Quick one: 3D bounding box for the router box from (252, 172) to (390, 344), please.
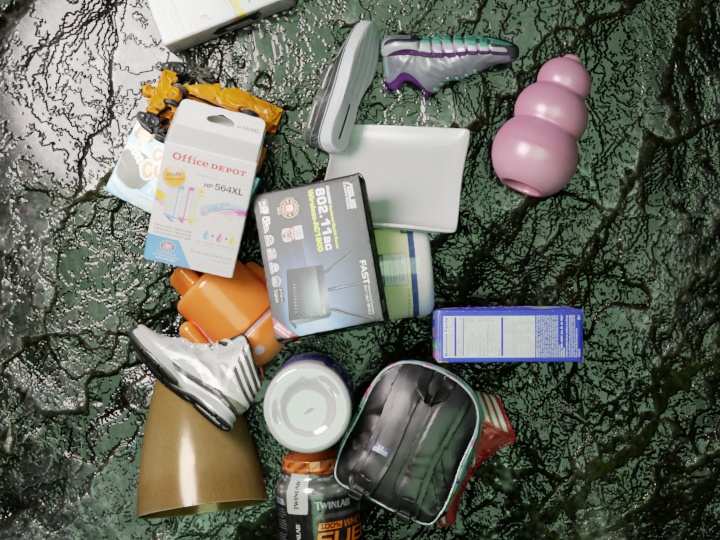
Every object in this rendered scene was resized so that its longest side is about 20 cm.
[{"bbox_3d":[-0.052,-0.015,1.590,0.148,0.062,0.203,-11,84,9],"label":"router box"}]

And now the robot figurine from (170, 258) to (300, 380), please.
[{"bbox_3d":[-0.179,0.057,1.711,0.200,0.144,0.117,46,116,-1],"label":"robot figurine"}]

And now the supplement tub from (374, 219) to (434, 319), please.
[{"bbox_3d":[0.000,0.000,1.693,0.197,0.145,0.147,-5,92,0],"label":"supplement tub"}]

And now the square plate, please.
[{"bbox_3d":[0.048,-0.126,1.683,0.195,0.029,0.202,3,49,10],"label":"square plate"}]

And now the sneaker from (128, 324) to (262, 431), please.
[{"bbox_3d":[-0.216,0.117,1.642,0.200,0.076,0.115,37,68,15],"label":"sneaker"}]

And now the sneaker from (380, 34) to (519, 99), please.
[{"bbox_3d":[0.127,-0.291,1.728,0.197,0.075,0.089,3,109,8],"label":"sneaker"}]

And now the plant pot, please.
[{"bbox_3d":[-0.230,0.237,1.702,0.184,0.187,0.203,-7,76,0],"label":"plant pot"}]

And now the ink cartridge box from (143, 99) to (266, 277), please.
[{"bbox_3d":[-0.208,-0.117,1.622,0.127,0.126,0.202,12,118,-6],"label":"ink cartridge box"}]

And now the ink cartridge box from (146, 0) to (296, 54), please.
[{"bbox_3d":[-0.207,-0.416,1.707,0.198,0.083,0.147,-21,92,2],"label":"ink cartridge box"}]

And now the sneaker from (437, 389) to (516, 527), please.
[{"bbox_3d":[0.167,0.274,1.739,0.114,0.078,0.203,5,94,1],"label":"sneaker"}]

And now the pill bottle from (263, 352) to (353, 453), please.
[{"bbox_3d":[-0.069,0.177,1.673,0.118,0.200,0.122,0,93,0],"label":"pill bottle"}]

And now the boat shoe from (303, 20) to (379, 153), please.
[{"bbox_3d":[-0.033,-0.267,1.718,0.070,0.072,0.202,13,75,31],"label":"boat shoe"}]

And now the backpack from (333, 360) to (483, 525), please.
[{"bbox_3d":[0.076,0.225,1.643,0.176,0.150,0.202,23,94,12],"label":"backpack"}]

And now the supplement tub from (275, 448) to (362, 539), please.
[{"bbox_3d":[-0.058,0.363,1.720,0.121,0.123,0.203,-5,93,0],"label":"supplement tub"}]

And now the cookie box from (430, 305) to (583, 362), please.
[{"bbox_3d":[0.200,0.088,1.685,0.197,0.171,0.076,0,90,1],"label":"cookie box"}]

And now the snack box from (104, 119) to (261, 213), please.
[{"bbox_3d":[-0.255,-0.124,1.742,0.198,0.037,0.117,26,92,-1],"label":"snack box"}]

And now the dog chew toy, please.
[{"bbox_3d":[0.265,-0.209,1.700,0.123,0.125,0.202,23,85,-1],"label":"dog chew toy"}]

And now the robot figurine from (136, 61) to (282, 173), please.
[{"bbox_3d":[-0.219,-0.217,1.711,0.198,0.058,0.146,21,60,-1],"label":"robot figurine"}]
